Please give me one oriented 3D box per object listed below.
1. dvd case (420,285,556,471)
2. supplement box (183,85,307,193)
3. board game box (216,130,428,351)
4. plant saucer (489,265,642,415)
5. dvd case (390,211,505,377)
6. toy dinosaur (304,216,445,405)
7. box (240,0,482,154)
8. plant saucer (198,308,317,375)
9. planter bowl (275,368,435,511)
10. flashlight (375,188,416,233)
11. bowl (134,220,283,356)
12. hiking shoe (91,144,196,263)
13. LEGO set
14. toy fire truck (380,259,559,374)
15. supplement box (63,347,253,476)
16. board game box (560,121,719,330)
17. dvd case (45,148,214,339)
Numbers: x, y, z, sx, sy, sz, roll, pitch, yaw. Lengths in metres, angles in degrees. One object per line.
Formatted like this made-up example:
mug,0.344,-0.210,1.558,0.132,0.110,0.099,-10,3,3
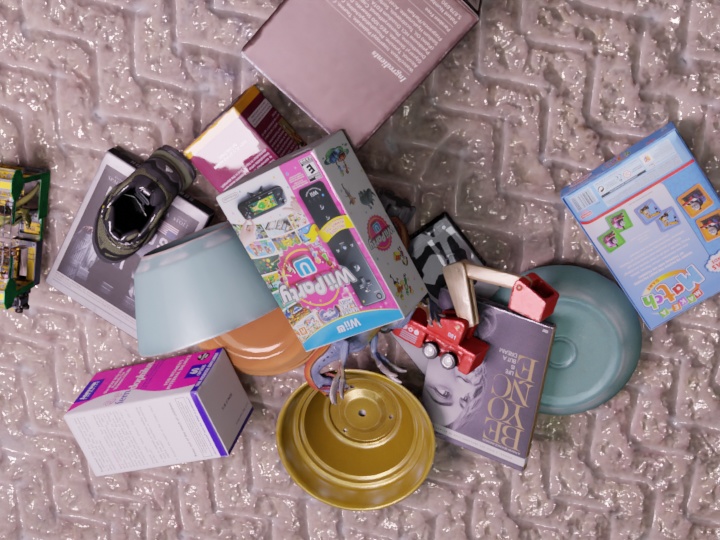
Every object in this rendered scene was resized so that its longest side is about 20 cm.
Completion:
dvd case,0.149,0.131,1.459,0.148,0.016,0.201,20,118,24
supplement box,-0.098,-0.104,1.404,0.086,0.110,0.200,-38,102,20
board game box,-0.041,-0.028,1.292,0.147,0.064,0.201,-21,105,37
plant saucer,0.239,0.093,1.452,0.199,0.036,0.201,3,112,6
dvd case,0.105,0.047,1.483,0.150,0.025,0.200,-34,104,19
toy dinosaur,0.006,0.069,1.410,0.181,0.201,0.105,-23,148,32
box,0.007,-0.267,1.293,0.164,0.166,0.200,41,111,-10
plant saucer,-0.132,0.045,1.509,0.199,0.037,0.201,3,113,7
planter bowl,-0.002,0.197,1.526,0.199,0.084,0.201,3,111,7
flashlight,0.000,0.000,1.438,0.068,0.068,0.201,24,105,-23
bowl,-0.178,0.011,1.384,0.200,0.201,0.105,-18,98,15
hiking shoe,-0.272,-0.064,1.386,0.076,0.101,0.200,43,132,-2
LEGO set,-0.456,-0.051,1.458,0.115,0.154,0.201,8,109,5
toy fire truck,0.116,0.040,1.406,0.199,0.049,0.142,29,114,20
supplement box,-0.255,0.181,1.526,0.199,0.101,0.104,-13,115,22
board game box,0.350,-0.049,1.403,0.151,0.037,0.200,-32,104,18
dvd case,-0.287,-0.029,1.492,0.150,0.025,0.200,32,114,2
